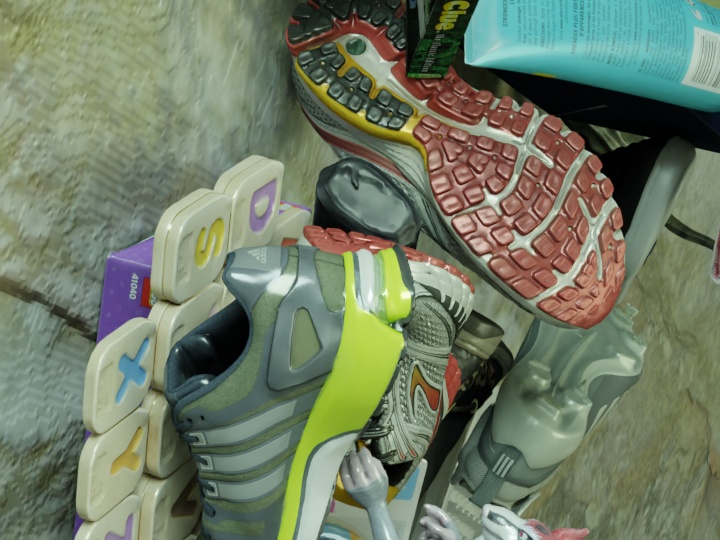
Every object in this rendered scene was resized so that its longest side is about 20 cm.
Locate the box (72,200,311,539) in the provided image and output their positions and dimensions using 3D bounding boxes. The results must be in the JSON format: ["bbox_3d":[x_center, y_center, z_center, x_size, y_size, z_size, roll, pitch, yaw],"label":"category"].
[{"bbox_3d":[-0.079,0.075,1.132,0.137,0.039,0.201,-32,134,-63],"label":"box"}]

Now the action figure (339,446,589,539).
[{"bbox_3d":[0.017,0.168,1.091,0.134,0.199,0.150,19,49,-54],"label":"action figure"}]

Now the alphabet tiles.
[{"bbox_3d":[-0.068,0.056,1.068,0.196,0.015,0.201,-37,138,-60],"label":"alphabet tiles"}]

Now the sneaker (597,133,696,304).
[{"bbox_3d":[0.128,-0.044,1.476,0.073,0.112,0.200,-59,174,-18],"label":"sneaker"}]

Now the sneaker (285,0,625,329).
[{"bbox_3d":[0.046,-0.049,1.159,0.078,0.200,0.082,-39,164,-18],"label":"sneaker"}]

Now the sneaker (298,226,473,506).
[{"bbox_3d":[0.006,0.047,1.111,0.200,0.077,0.082,76,32,-61],"label":"sneaker"}]

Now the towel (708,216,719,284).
[{"bbox_3d":[0.234,-0.102,1.346,0.147,0.030,0.201,91,19,-55],"label":"towel"}]

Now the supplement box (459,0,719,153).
[{"bbox_3d":[0.155,-0.194,1.378,0.200,0.134,0.201,27,80,-60],"label":"supplement box"}]

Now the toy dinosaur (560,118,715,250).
[{"bbox_3d":[0.156,-0.087,1.543,0.047,0.200,0.088,-40,-167,13],"label":"toy dinosaur"}]

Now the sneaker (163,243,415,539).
[{"bbox_3d":[-0.047,0.064,1.018,0.074,0.081,0.201,-97,-154,-57],"label":"sneaker"}]

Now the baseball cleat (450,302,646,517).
[{"bbox_3d":[0.098,0.076,1.387,0.107,0.070,0.200,-54,171,24],"label":"baseball cleat"}]

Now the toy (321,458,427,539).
[{"bbox_3d":[-0.030,0.193,1.257,0.115,0.047,0.201,6,107,-30],"label":"toy"}]

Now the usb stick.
[{"bbox_3d":[0.000,0.000,1.201,0.033,0.055,0.200,-50,169,-17],"label":"usb stick"}]

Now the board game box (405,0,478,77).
[{"bbox_3d":[0.038,-0.199,1.116,0.105,0.023,0.201,108,-17,-69],"label":"board game box"}]

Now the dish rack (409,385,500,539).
[{"bbox_3d":[0.050,0.173,1.551,0.172,0.043,0.201,43,64,-69],"label":"dish rack"}]

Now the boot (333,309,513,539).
[{"bbox_3d":[0.022,0.091,1.371,0.151,0.073,0.200,-61,177,-6],"label":"boot"}]

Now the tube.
[{"bbox_3d":[0.116,-0.118,1.194,0.199,0.050,0.078,11,68,-46],"label":"tube"}]
